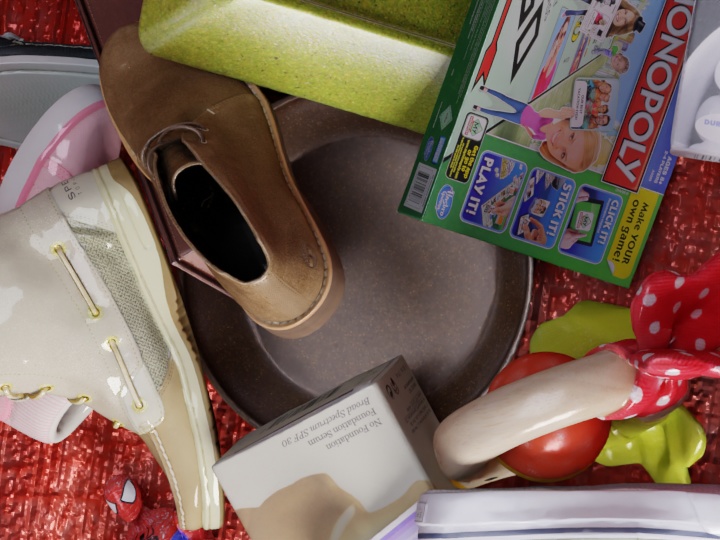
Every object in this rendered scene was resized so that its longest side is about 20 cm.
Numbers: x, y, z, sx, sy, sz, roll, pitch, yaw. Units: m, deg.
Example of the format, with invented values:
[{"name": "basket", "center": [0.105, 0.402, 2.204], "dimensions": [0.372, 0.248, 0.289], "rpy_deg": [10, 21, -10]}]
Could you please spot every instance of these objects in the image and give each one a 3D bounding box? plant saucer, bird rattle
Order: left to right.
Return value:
[{"name": "plant saucer", "center": [0.000, 0.000, 1.343], "dimensions": [0.200, 0.037, 0.201], "rpy_deg": [0, 88, 19]}, {"name": "plant saucer", "center": [0.005, -0.183, 1.264], "dimensions": [0.199, 0.048, 0.201], "rpy_deg": [15, 80, -22]}, {"name": "bird rattle", "center": [0.116, 0.068, 1.214], "dimensions": [0.163, 0.200, 0.113], "rpy_deg": [-20, 86, -7]}]

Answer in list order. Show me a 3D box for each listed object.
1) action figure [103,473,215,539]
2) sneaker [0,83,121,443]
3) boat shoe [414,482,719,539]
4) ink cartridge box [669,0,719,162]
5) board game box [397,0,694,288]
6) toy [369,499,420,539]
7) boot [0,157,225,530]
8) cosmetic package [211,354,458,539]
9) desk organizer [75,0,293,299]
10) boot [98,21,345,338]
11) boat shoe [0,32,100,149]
[{"name": "action figure", "center": [-0.084, 0.197, 1.360], "dimensions": [0.065, 0.052, 0.200], "rpy_deg": [-36, 75, 18]}, {"name": "sneaker", "center": [-0.154, 0.004, 1.370], "dimensions": [0.105, 0.075, 0.201], "rpy_deg": [34, 111, 18]}, {"name": "boat shoe", "center": [0.125, 0.133, 1.191], "dimensions": [0.199, 0.072, 0.062], "rpy_deg": [-1, 88, 11]}, {"name": "ink cartridge box", "center": [0.265, -0.140, 1.235], "dimensions": [0.197, 0.043, 0.201], "rpy_deg": [9, 90, 6]}, {"name": "board game box", "center": [0.112, -0.104, 1.266], "dimensions": [0.029, 0.134, 0.201], "rpy_deg": [27, 99, 60]}, {"name": "toy", "center": [0.050, 0.224, 1.229], "dimensions": [0.115, 0.047, 0.200], "rpy_deg": [-41, 88, 21]}, {"name": "boot", "center": [-0.160, 0.058, 1.300], "dimensions": [0.154, 0.072, 0.201], "rpy_deg": [-19, 101, -6]}, {"name": "cosmetic package", "center": [0.020, 0.157, 1.288], "dimensions": [0.105, 0.071, 0.200], "rpy_deg": [-29, 93, 16]}, {"name": "desk organizer", "center": [-0.082, -0.094, 1.323], "dimensions": [0.077, 0.072, 0.200], "rpy_deg": [-30, 62, 16]}, {"name": "boot", "center": [-0.079, -0.059, 1.227], "dimensions": [0.074, 0.075, 0.200], "rpy_deg": [-41, 59, 10]}, {"name": "boat shoe", "center": [-0.215, -0.106, 1.403], "dimensions": [0.199, 0.076, 0.060], "rpy_deg": [-3, 48, 4]}]
